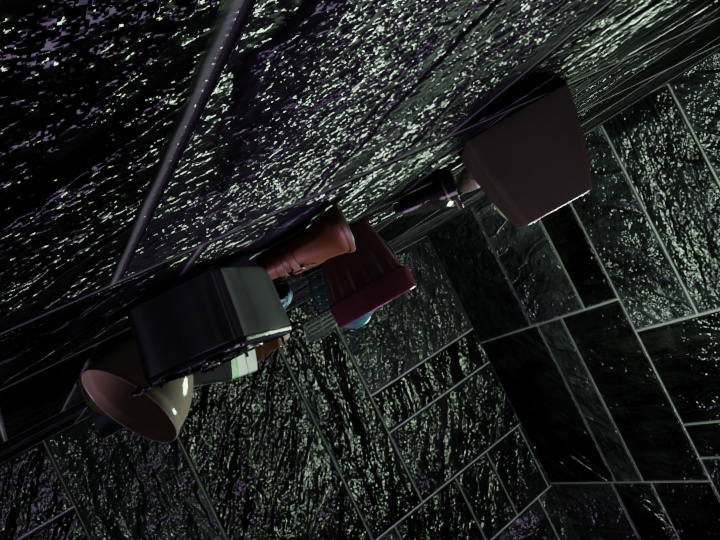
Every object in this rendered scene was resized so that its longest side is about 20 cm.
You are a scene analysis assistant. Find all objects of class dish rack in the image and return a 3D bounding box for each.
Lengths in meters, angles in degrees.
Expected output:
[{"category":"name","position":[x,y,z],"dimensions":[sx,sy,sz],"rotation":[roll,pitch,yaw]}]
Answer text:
[{"category":"dish rack","position":[-0.097,0.063,1.657],"dimensions":[0.053,0.206,0.152],"rotation":[1,-162,39]}]

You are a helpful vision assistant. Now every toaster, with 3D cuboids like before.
[{"category":"toaster","position":[-0.226,0.084,1.020],"dimensions":[0.177,0.122,0.199],"rotation":[-25,174,18]}]

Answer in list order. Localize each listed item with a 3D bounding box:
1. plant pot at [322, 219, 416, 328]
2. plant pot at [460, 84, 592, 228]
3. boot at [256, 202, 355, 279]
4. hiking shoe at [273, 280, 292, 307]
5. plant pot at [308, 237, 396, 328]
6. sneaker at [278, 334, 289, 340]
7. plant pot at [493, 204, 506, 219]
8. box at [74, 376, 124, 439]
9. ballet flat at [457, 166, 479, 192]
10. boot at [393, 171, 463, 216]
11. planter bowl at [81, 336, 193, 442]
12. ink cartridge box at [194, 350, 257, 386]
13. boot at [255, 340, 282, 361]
[{"category":"plant pot","position":[0.000,0.000,1.525],"dimensions":[0.196,0.183,0.200],"rotation":[-28,178,-1]},{"category":"plant pot","position":[0.311,-0.188,1.269],"dimensions":[0.196,0.181,0.200],"rotation":[-27,178,5]},{"category":"boot","position":[-0.091,-0.033,1.092],"dimensions":[0.151,0.075,0.200],"rotation":[-21,171,-11]},{"category":"hiking shoe","position":[-0.205,0.065,1.765],"dimensions":[0.085,0.076,0.200],"rotation":[-28,178,17]},{"category":"plant pot","position":[-0.007,0.011,1.779],"dimensions":[0.198,0.201,0.189],"rotation":[-25,162,-49]},{"category":"sneaker","position":[-0.246,0.113,1.662],"dimensions":[0.086,0.077,0.200],"rotation":[-21,140,20]},{"category":"plant pot","position":[0.708,-0.338,3.317],"dimensions":[0.185,0.192,0.198],"rotation":[-29,164,28]},{"category":"box","position":[-0.484,0.245,1.462],"dimensions":[0.196,0.139,0.038],"rotation":[-28,178,6]},{"category":"ballet flat","position":[0.274,-0.237,1.449],"dimensions":[0.198,0.069,0.062],"rotation":[-34,147,25]},{"category":"boot","position":[0.149,-0.155,1.519],"dimensions":[0.135,0.079,0.200],"rotation":[-23,168,11]},{"category":"planter bowl","position":[-0.384,0.194,1.263],"dimensions":[0.199,0.200,0.136],"rotation":[-30,-156,47]},{"category":"ink cartridge box","position":[-0.345,0.222,1.673],"dimensions":[0.142,0.087,0.200],"rotation":[-11,176,9]},{"category":"boot","position":[-0.308,0.175,1.870],"dimensions":[0.197,0.158,0.077],"rotation":[-29,178,18]}]
